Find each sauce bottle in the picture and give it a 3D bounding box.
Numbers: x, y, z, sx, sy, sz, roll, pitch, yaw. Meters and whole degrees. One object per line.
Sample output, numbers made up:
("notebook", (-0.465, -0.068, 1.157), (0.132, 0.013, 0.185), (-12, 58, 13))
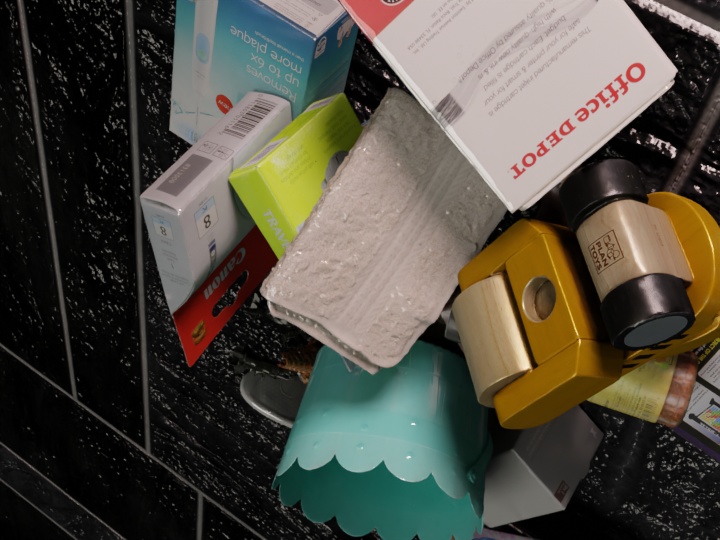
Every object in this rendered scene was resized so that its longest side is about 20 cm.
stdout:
("sauce bottle", (0.166, 0.065, 0.780), (0.197, 0.066, 0.067), (18, 137, 11))

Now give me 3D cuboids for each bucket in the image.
("bucket", (0.028, 0.161, 0.909), (0.203, 0.137, 0.208), (11, 150, 6))

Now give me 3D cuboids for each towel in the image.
("towel", (0.022, -0.025, 0.757), (0.131, 0.202, 0.035), (31, -171, -17))

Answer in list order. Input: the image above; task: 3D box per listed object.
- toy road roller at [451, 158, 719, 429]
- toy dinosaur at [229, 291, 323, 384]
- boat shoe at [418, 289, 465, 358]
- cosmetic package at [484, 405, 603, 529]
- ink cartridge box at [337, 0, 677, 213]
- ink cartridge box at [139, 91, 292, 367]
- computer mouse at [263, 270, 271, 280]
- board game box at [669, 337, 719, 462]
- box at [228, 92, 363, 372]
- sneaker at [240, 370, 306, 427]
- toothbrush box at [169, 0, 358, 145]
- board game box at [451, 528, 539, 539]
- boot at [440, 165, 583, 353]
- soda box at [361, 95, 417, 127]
("toy road roller", (0.177, 0.026, 0.707), (0.200, 0.144, 0.125), (-40, 52, 39))
("toy dinosaur", (-0.063, 0.080, 1.047), (0.134, 0.104, 0.200), (21, 162, 6))
("boat shoe", (0.106, 0.058, 0.942), (0.198, 0.074, 0.075), (35, 145, 3))
("cosmetic package", (0.145, 0.200, 1.010), (0.090, 0.107, 0.200), (45, 141, -4))
("ink cartridge box", (0.099, -0.166, 0.679), (0.146, 0.083, 0.201), (-39, 97, 13))
("ink cartridge box", (-0.110, -0.029, 0.853), (0.047, 0.161, 0.202), (17, 138, 23))
("computer mouse", (-0.098, -0.052, 1.040), (0.137, 0.053, 0.201), (34, 141, 12))
("board game box", (0.323, 0.075, 0.773), (0.164, 0.057, 0.201), (34, 141, 10))
("box", (-0.013, -0.030, 0.824), (0.047, 0.122, 0.202), (-8, 120, 47))
("sneaker", (-0.058, 0.173, 1.149), (0.197, 0.072, 0.099), (16, 148, -17))
("toothbrush box", (-0.092, -0.185, 0.887), (0.145, 0.085, 0.201), (33, 142, 12))
("board game box", (0.175, 0.344, 1.077), (0.196, 0.042, 0.201), (13, 149, -4))
("boot", (0.136, 0.002, 0.814), (0.164, 0.073, 0.201), (-24, 118, 18))
("soda box", (0.058, -0.115, 0.832), (0.199, 0.064, 0.069), (-19, 112, 50))
